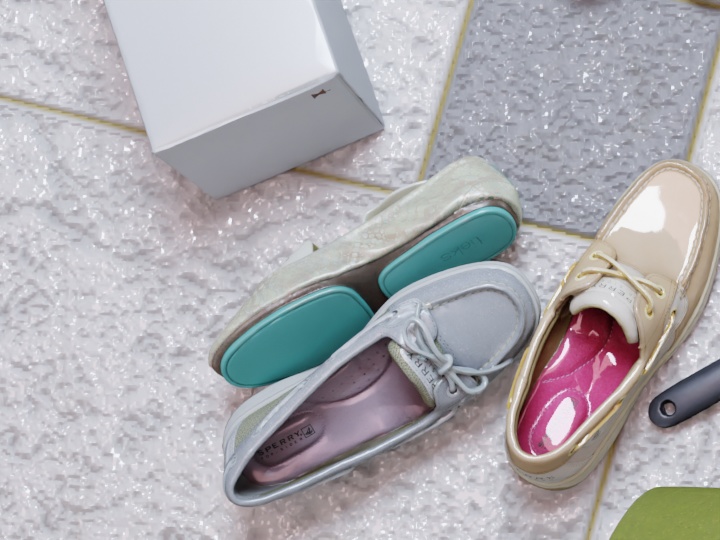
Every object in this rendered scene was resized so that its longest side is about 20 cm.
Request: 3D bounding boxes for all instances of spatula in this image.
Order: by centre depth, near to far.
[{"bbox_3d":[0.245,0.032,1.073,0.200,0.021,0.057,-29,75,7],"label":"spatula"}]

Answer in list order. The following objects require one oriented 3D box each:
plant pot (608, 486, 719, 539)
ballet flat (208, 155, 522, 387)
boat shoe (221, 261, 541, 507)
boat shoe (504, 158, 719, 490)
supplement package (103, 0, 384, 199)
[{"bbox_3d":[0.219,0.188,0.981,0.200,0.187,0.188,20,84,30],"label":"plant pot"},{"bbox_3d":[0.000,0.000,1.128,0.200,0.068,0.062,-28,46,3],"label":"ballet flat"},{"bbox_3d":[0.011,0.067,1.088,0.202,0.065,0.075,-29,105,9],"label":"boat shoe"},{"bbox_3d":[0.139,0.027,1.075,0.074,0.069,0.200,25,86,17],"label":"boat shoe"},{"bbox_3d":[-0.080,-0.163,1.141,0.117,0.117,0.200,-22,74,8],"label":"supplement package"}]
